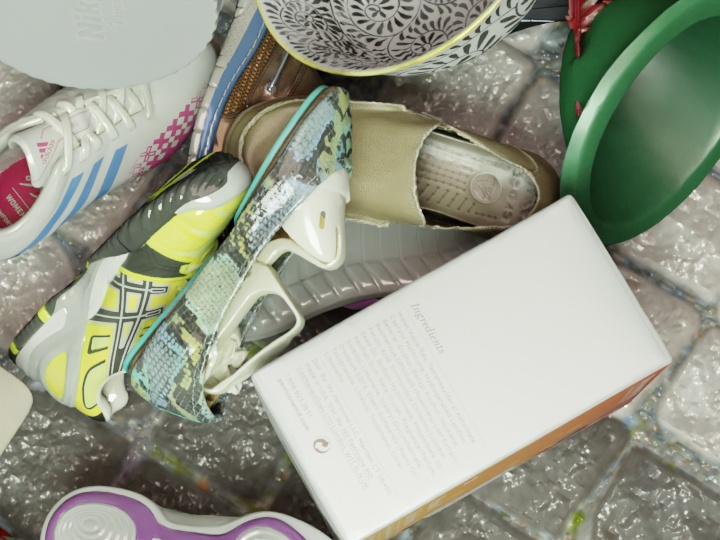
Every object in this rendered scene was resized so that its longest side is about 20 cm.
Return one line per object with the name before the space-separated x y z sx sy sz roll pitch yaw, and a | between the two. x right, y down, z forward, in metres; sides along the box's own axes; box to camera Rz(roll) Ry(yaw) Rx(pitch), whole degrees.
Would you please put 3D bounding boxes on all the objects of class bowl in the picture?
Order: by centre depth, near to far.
bowl | 0.044 -0.188 1.010 0.200 0.094 0.201 -13 64 29

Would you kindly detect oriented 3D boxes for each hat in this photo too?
hat | 0.132 -0.141 1.051 0.200 0.166 0.176 -48 57 -4

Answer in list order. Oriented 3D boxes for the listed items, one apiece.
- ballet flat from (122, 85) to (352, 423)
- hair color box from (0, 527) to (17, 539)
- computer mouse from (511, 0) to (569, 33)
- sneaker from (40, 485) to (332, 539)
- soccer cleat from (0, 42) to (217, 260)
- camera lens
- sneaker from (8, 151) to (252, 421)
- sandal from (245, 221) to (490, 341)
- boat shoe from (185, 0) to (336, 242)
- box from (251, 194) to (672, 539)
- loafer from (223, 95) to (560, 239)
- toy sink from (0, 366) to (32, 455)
ballet flat | -0.047 -0.003 0.939 0.074 0.074 0.200 35 96 7
hair color box | -0.241 0.247 0.981 0.101 0.061 0.200 35 81 6
computer mouse | 0.117 -0.218 1.087 0.199 0.046 0.141 -5 79 -1
sneaker | -0.075 0.171 0.971 0.199 0.100 0.075 16 73 17
soccer cleat | -0.165 -0.078 1.037 0.200 0.086 0.070 -42 81 -8
camera lens | -0.152 -0.228 1.011 0.159 0.160 0.200 -2 59 0
sneaker | -0.119 0.009 0.999 0.076 0.075 0.200 44 122 -3
sandal | -0.002 -0.006 1.043 0.202 0.050 0.083 -14 62 -8
boat shoe | -0.054 -0.106 1.051 0.072 0.072 0.201 15 78 2
box | 0.053 0.066 0.973 0.200 0.152 0.107 -29 79 -5
loafer | 0.020 -0.061 0.992 0.199 0.067 0.076 7 87 -1
toy sink | -0.299 0.109 0.965 0.130 0.112 0.200 36 82 -25
